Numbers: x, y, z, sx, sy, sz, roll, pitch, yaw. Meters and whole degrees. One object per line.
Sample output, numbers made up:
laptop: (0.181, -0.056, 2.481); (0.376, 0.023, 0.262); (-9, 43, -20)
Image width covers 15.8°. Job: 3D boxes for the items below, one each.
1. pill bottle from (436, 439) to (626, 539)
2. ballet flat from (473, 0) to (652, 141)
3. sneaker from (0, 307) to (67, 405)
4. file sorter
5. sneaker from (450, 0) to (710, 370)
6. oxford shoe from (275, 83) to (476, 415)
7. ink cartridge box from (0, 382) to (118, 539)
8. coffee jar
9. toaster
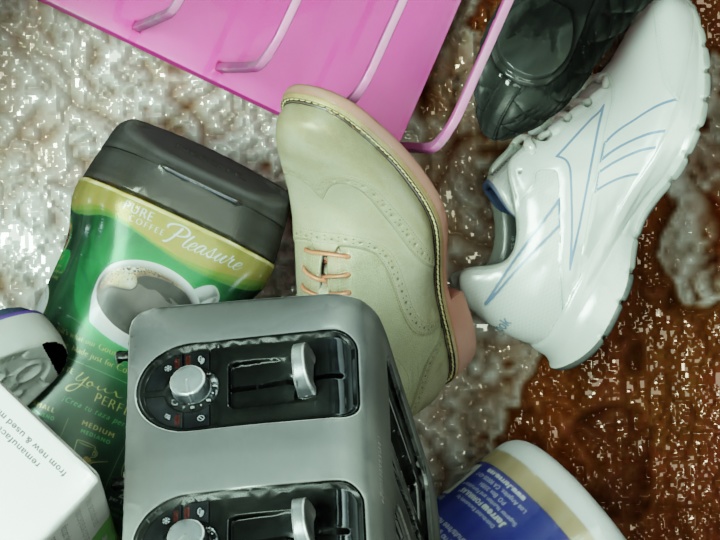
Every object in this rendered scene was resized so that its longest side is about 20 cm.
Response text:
pill bottle: (0.038, 0.186, 1.273); (0.200, 0.116, 0.116); (-39, 101, -11)
ballet flat: (0.111, -0.140, 1.296); (0.066, 0.057, 0.200); (38, 53, 6)
sneaker: (-0.249, 0.021, 1.182); (0.199, 0.081, 0.147); (-24, 65, -6)
file sorter: (-0.032, -0.155, 1.239); (0.199, 0.125, 0.139); (25, 85, -15)
sneaker: (0.114, -0.053, 1.313); (0.087, 0.075, 0.201); (24, 84, -9)
oxford shoe: (0.000, 0.000, 1.235); (0.074, 0.071, 0.200); (-52, 135, -30)
ink cartridge box: (-0.202, 0.147, 1.095); (0.084, 0.146, 0.200); (42, 76, 10)
coffee jar: (-0.113, 0.033, 1.241); (0.104, 0.085, 0.201); (25, 85, -9)
toaster: (-0.031, 0.136, 1.150); (0.118, 0.181, 0.200); (-9, 138, 8)
